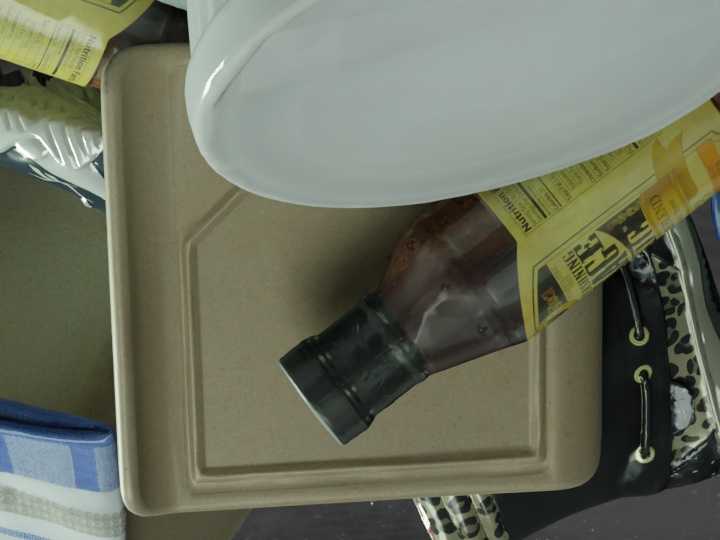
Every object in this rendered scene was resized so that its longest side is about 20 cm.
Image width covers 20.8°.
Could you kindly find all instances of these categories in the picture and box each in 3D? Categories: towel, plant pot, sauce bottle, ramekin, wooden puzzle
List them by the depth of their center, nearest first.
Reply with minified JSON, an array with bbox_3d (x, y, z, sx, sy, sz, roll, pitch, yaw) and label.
[{"bbox_3d":[0.034,-0.103,0.625,0.202,0.095,0.202,-13,161,-4],"label":"ramekin"},{"bbox_3d":[0.060,-0.011,0.735,0.200,0.066,0.066,-38,127,0],"label":"sauce bottle"},{"bbox_3d":[0.000,0.000,0.775,0.199,0.037,0.186,-4,103,-11],"label":"wooden puzzle"},{"bbox_3d":[-0.104,-0.106,0.783,0.199,0.066,0.066,16,143,-17],"label":"sauce bottle"},{"bbox_3d":[-0.176,0.119,0.890,0.146,0.024,0.200,11,140,5],"label":"towel"},{"bbox_3d":[-0.154,0.066,0.980,0.199,0.177,0.200,-3,138,20],"label":"plant pot"}]

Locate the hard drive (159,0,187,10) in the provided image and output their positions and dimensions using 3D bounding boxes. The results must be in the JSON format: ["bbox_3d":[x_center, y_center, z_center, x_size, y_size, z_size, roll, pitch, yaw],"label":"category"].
[{"bbox_3d":[-0.017,-0.140,0.705,0.199,0.033,0.140,15,140,-34],"label":"hard drive"}]

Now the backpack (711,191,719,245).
[{"bbox_3d":[0.222,-0.011,0.805,0.163,0.154,0.200,-14,121,19],"label":"backpack"}]

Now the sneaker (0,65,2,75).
[{"bbox_3d":[-0.227,-0.141,0.835,0.084,0.073,0.200,13,136,31],"label":"sneaker"}]

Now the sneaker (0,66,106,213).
[{"bbox_3d":[-0.083,-0.011,0.862,0.198,0.080,0.130,8,115,-4],"label":"sneaker"}]

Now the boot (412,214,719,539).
[{"bbox_3d":[0.070,0.020,0.836,0.153,0.073,0.204,-24,101,-3],"label":"boot"}]
